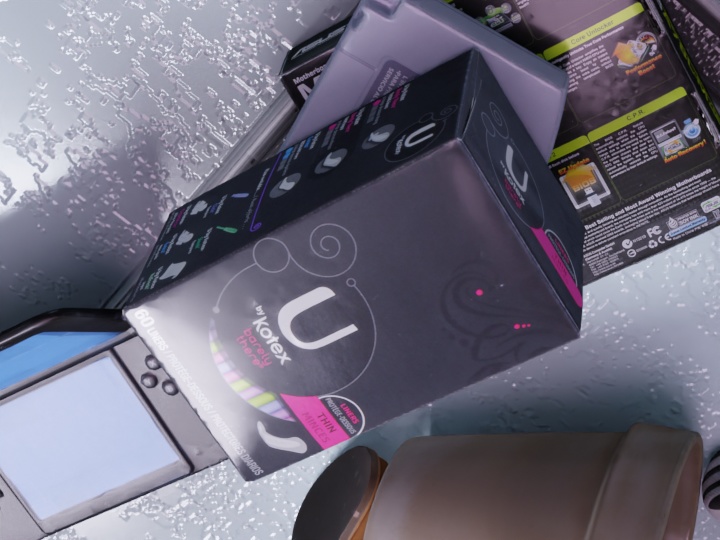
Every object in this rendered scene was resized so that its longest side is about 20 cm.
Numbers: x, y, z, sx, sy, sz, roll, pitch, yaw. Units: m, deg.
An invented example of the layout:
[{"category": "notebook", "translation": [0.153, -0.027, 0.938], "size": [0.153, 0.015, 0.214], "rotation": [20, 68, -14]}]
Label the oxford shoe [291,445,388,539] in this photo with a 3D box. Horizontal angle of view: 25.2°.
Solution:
[{"category": "oxford shoe", "translation": [-0.010, 0.188, 1.033], "size": [0.070, 0.072, 0.201], "rotation": [13, 129, -13]}]

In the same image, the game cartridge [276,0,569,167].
[{"category": "game cartridge", "translation": [0.021, -0.047, 0.864], "size": [0.132, 0.041, 0.201], "rotation": [30, 121, -4]}]

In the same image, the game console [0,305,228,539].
[{"category": "game console", "translation": [-0.200, 0.103, 0.975], "size": [0.198, 0.117, 0.177], "rotation": [-23, 113, 19]}]

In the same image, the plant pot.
[{"category": "plant pot", "translation": [0.097, 0.177, 0.954], "size": [0.171, 0.200, 0.202], "rotation": [11, 121, 19]}]

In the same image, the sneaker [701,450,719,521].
[{"category": "sneaker", "translation": [0.314, 0.143, 0.967], "size": [0.198, 0.076, 0.116], "rotation": [-13, 122, 25]}]

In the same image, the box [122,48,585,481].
[{"category": "box", "translation": [0.000, 0.000, 0.814], "size": [0.198, 0.106, 0.123], "rotation": [-27, 113, 22]}]

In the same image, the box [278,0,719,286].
[{"category": "box", "translation": [0.086, -0.078, 0.883], "size": [0.198, 0.048, 0.194], "rotation": [-26, 110, 20]}]
